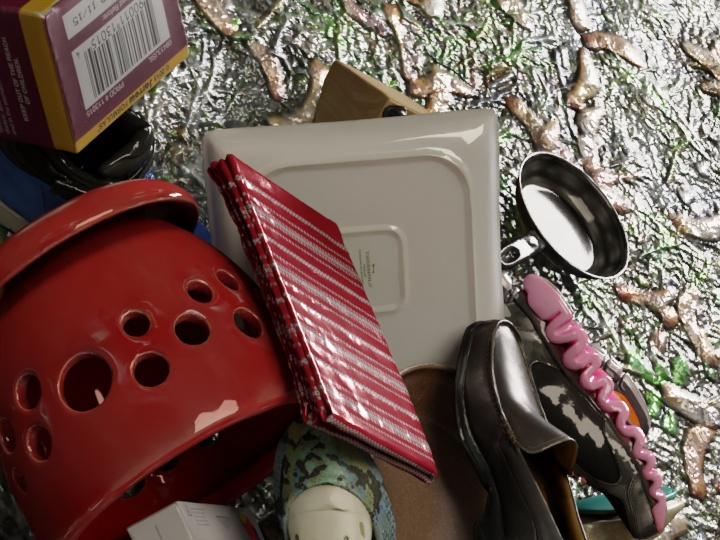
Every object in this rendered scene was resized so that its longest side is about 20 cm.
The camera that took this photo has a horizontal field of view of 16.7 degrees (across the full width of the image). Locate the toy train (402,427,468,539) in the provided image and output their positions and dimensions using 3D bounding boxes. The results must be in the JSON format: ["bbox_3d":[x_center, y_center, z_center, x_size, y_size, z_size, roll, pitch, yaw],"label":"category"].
[{"bbox_3d":[0.029,0.192,1.624,0.113,0.085,0.201,-3,66,-39],"label":"toy train"}]

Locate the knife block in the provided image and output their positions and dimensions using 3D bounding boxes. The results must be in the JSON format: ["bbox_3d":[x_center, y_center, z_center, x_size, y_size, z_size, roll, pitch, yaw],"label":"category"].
[{"bbox_3d":[0.029,-0.095,1.729,0.064,0.175,0.201,26,51,-21],"label":"knife block"}]

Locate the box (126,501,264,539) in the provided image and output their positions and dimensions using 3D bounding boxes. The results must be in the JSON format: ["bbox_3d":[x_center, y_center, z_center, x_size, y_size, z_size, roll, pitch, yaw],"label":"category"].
[{"bbox_3d":[-0.063,0.240,1.500,0.201,0.041,0.156,65,10,12],"label":"box"}]

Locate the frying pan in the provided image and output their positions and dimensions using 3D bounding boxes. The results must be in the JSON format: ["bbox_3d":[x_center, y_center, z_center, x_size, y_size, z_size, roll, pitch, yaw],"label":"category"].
[{"bbox_3d":[0.150,-0.017,1.843,0.115,0.031,0.190,41,36,-14],"label":"frying pan"}]

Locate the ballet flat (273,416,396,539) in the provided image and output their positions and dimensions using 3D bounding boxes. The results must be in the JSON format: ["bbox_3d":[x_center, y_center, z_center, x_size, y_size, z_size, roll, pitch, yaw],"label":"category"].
[{"bbox_3d":[-0.009,0.187,1.479,0.074,0.074,0.201,-29,113,-42],"label":"ballet flat"}]

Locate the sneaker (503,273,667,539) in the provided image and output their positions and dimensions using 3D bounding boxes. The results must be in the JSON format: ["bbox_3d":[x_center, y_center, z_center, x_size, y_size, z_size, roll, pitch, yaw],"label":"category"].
[{"bbox_3d":[0.138,0.106,1.696,0.095,0.079,0.201,-30,91,-2],"label":"sneaker"}]

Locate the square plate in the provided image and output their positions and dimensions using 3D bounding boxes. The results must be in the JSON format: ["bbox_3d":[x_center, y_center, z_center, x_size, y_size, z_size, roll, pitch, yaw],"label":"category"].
[{"bbox_3d":[0.000,0.000,1.626,0.197,0.028,0.201,-5,104,-7],"label":"square plate"}]

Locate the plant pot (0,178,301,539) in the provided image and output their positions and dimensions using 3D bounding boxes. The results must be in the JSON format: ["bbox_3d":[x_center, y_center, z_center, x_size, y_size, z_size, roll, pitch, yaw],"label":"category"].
[{"bbox_3d":[-0.146,0.059,1.505,0.200,0.201,0.183,-22,72,-41],"label":"plant pot"}]

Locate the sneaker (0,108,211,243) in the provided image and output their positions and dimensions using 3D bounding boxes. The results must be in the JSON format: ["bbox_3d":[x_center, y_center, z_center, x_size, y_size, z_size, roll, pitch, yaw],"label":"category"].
[{"bbox_3d":[-0.150,-0.044,1.617,0.199,0.111,0.077,31,50,-17],"label":"sneaker"}]

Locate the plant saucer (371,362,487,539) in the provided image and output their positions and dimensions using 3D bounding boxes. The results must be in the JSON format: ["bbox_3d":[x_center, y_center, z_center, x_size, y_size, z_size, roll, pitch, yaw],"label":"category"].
[{"bbox_3d":[0.061,0.160,1.591,0.200,0.037,0.201,31,46,-38],"label":"plant saucer"}]

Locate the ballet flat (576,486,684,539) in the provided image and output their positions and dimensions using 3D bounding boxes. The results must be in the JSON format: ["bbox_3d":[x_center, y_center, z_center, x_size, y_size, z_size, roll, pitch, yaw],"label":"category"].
[{"bbox_3d":[0.146,0.195,1.730,0.199,0.067,0.063,-6,96,-34],"label":"ballet flat"}]

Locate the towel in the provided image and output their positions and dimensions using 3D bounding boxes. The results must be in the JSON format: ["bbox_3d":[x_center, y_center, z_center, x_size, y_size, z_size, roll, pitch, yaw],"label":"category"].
[{"bbox_3d":[-0.023,0.030,1.499,0.144,0.022,0.201,32,30,-55],"label":"towel"}]

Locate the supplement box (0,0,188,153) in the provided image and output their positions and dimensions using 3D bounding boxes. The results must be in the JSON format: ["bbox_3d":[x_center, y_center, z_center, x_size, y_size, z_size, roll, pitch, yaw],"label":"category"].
[{"bbox_3d":[-0.230,-0.163,1.564,0.131,0.199,0.104,-48,138,-42],"label":"supplement box"}]

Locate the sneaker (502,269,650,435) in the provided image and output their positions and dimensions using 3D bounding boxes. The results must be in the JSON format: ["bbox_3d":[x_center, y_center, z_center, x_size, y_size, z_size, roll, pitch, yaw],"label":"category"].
[{"bbox_3d":[0.107,0.084,1.757,0.200,0.078,0.112,38,52,3],"label":"sneaker"}]

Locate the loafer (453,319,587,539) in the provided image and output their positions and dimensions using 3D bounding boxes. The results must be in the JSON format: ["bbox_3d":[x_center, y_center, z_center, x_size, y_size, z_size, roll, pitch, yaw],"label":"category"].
[{"bbox_3d":[0.111,0.121,1.582,0.073,0.072,0.201,15,58,-49],"label":"loafer"}]
